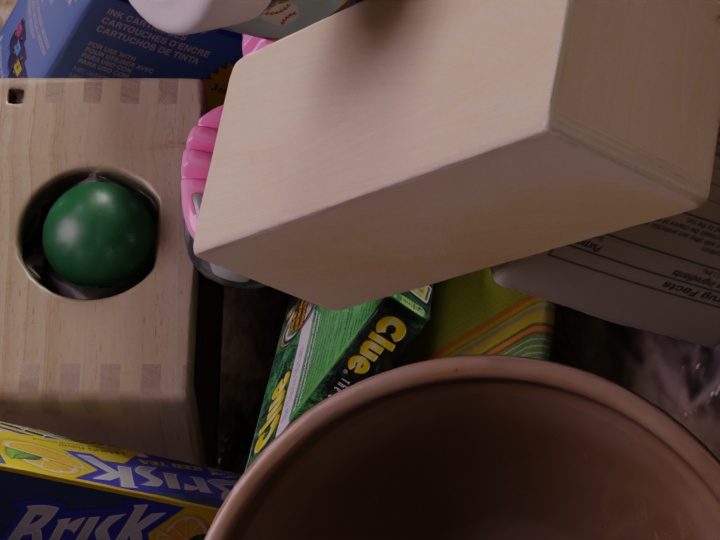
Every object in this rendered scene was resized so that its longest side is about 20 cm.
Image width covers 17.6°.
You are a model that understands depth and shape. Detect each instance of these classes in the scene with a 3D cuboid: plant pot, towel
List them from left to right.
[{"bbox_3d":[0.052,0.006,0.896,0.086,0.018,0.201,-32,35,43],"label":"towel"},{"bbox_3d":[0.046,0.129,0.779,0.093,0.200,0.202,14,-89,-78],"label":"plant pot"}]

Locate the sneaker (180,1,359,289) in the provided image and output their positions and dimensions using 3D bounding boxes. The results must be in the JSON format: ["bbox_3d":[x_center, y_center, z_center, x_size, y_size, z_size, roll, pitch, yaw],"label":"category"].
[{"bbox_3d":[-0.034,-0.041,1.005,0.200,0.079,0.096,-71,-2,-55],"label":"sneaker"}]

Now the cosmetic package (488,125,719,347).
[{"bbox_3d":[0.126,-0.079,0.767,0.200,0.103,0.087,-52,37,32],"label":"cosmetic package"}]

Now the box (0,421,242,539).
[{"bbox_3d":[-0.111,0.105,0.919,0.070,0.199,0.065,30,102,59],"label":"box"}]

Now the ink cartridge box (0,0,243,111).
[{"bbox_3d":[-0.092,-0.107,1.114,0.200,0.136,0.077,-54,37,33],"label":"ink cartridge box"}]

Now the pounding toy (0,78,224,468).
[{"bbox_3d":[-0.137,-0.001,1.028,0.200,0.141,0.185,89,-178,-60],"label":"pounding toy"}]

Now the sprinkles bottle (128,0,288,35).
[{"bbox_3d":[0.015,-0.129,0.755,0.068,0.199,0.069,29,129,45],"label":"sprinkles bottle"}]

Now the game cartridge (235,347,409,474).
[{"bbox_3d":[-0.007,0.102,0.980,0.200,0.041,0.133,-58,30,27],"label":"game cartridge"}]

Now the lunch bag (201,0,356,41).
[{"bbox_3d":[-0.041,-0.200,0.952,0.161,0.075,0.200,-64,34,35],"label":"lunch bag"}]

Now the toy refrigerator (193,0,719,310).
[{"bbox_3d":[0.030,-0.045,0.749,0.200,0.070,0.076,-17,56,54],"label":"toy refrigerator"}]

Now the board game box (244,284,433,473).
[{"bbox_3d":[0.000,0.000,0.943,0.105,0.023,0.200,-50,14,28],"label":"board game box"}]
